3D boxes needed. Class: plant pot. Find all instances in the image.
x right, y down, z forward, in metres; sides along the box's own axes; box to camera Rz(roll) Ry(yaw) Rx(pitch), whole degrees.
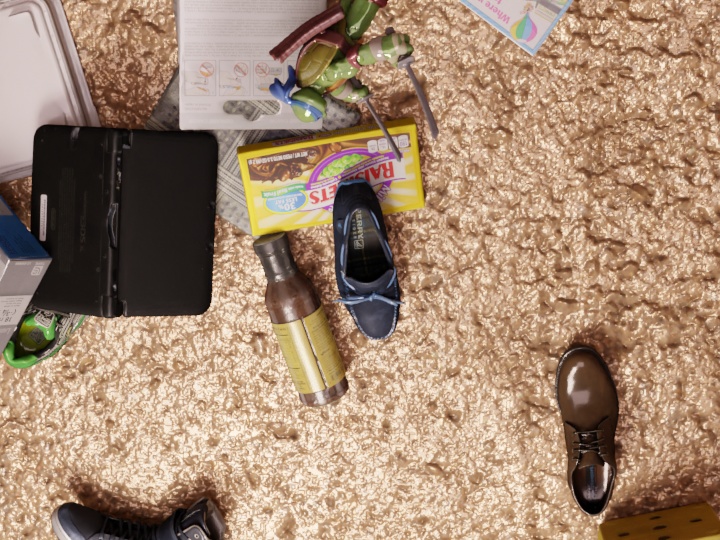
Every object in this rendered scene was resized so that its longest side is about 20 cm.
[{"bbox_3d":[0.359,0.378,1.536,0.197,0.200,0.179,-12,94,7],"label":"plant pot"}]

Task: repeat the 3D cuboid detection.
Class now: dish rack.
[{"bbox_3d":[-0.391,-0.201,1.484,0.169,0.044,0.203,-14,104,7],"label":"dish rack"}]

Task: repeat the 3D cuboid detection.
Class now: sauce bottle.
[{"bbox_3d":[-0.070,0.054,1.523,0.064,0.065,0.202,-15,107,7],"label":"sauce bottle"}]

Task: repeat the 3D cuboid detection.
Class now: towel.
[{"bbox_3d":[-0.131,-0.156,1.492,0.199,0.035,0.193,35,108,-9],"label":"towel"}]

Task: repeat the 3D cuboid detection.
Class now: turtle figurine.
[{"bbox_3d":[0.018,-0.226,1.389,0.198,0.144,0.196,16,82,13],"label":"turtle figurine"}]

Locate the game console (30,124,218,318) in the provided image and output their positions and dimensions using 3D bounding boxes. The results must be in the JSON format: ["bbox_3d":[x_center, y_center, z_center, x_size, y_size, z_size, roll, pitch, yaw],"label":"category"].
[{"bbox_3d":[-0.262,-0.055,1.477,0.174,0.116,0.203,6,96,27],"label":"game console"}]

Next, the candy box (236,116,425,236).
[{"bbox_3d":[-0.031,-0.102,1.478,0.197,0.027,0.103,-10,119,-2],"label":"candy box"}]

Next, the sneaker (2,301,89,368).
[{"bbox_3d":[-0.333,0.037,1.526,0.078,0.085,0.201,35,104,-7],"label":"sneaker"}]

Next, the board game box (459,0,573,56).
[{"bbox_3d":[0.142,-0.341,1.416,0.199,0.034,0.135,35,105,-7],"label":"board game box"}]

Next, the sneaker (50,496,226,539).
[{"bbox_3d":[-0.253,0.306,1.594,0.201,0.077,0.146,36,116,-17],"label":"sneaker"}]

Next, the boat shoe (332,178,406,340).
[{"bbox_3d":[0.000,0.000,1.485,0.083,0.069,0.202,-16,122,3],"label":"boat shoe"}]

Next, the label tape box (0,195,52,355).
[{"bbox_3d":[-0.440,0.018,1.489,0.144,0.063,0.201,45,117,25],"label":"label tape box"}]

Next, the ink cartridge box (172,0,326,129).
[{"bbox_3d":[-0.118,-0.256,1.433,0.160,0.057,0.203,-1,109,-10],"label":"ink cartridge box"}]

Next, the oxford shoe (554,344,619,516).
[{"bbox_3d":[0.265,0.186,1.535,0.072,0.084,0.203,-8,104,7],"label":"oxford shoe"}]
